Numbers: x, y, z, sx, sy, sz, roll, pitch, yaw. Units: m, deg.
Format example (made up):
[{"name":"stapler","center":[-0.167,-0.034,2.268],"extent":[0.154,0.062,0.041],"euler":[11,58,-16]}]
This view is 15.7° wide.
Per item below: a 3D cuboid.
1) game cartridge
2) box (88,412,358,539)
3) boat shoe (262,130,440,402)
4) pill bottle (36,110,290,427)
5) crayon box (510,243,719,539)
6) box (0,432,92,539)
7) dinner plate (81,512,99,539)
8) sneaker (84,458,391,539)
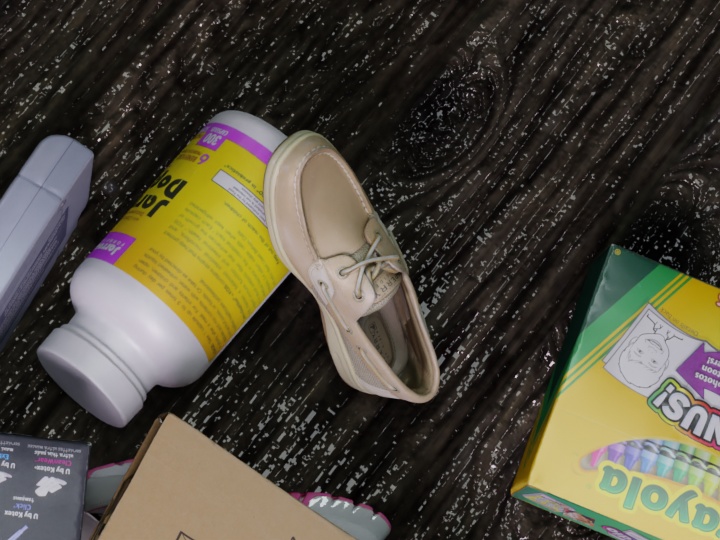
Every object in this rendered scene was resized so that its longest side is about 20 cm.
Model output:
[{"name":"game cartridge","center":[-0.228,0.015,1.604],"extent":[0.041,0.133,0.200],"euler":[30,71,-3]},{"name":"box","center":[-0.072,0.202,1.523],"extent":[0.200,0.021,0.164],"euler":[36,62,-15]},{"name":"boat shoe","center":[0.000,0.000,1.630],"extent":[0.072,0.065,0.200],"euler":[-40,127,-27]},{"name":"pill bottle","center":[-0.112,0.001,1.645],"extent":[0.104,0.104,0.200],"euler":[40,71,2]},{"name":"crayon box","center":[0.221,0.102,1.706],"extent":[0.200,0.058,0.173],"euler":[22,72,-4]},{"name":"box","center":[-0.225,0.203,1.534],"extent":[0.106,0.122,0.201],"euler":[7,73,-11]},{"name":"dinner plate","center":[-0.225,0.228,1.604],"extent":[0.200,0.024,0.201],"euler":[3,73,-10]},{"name":"sneaker","center":[-0.082,0.170,1.613],"extent":[0.200,0.081,0.088],"euler":[17,75,-12]}]
